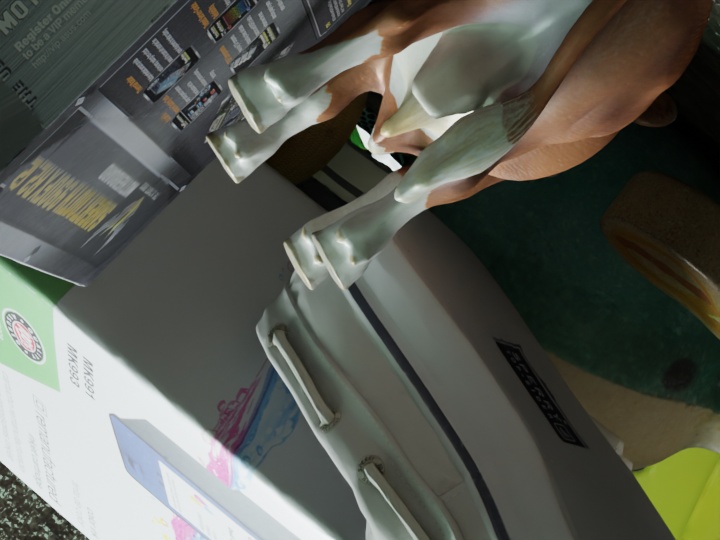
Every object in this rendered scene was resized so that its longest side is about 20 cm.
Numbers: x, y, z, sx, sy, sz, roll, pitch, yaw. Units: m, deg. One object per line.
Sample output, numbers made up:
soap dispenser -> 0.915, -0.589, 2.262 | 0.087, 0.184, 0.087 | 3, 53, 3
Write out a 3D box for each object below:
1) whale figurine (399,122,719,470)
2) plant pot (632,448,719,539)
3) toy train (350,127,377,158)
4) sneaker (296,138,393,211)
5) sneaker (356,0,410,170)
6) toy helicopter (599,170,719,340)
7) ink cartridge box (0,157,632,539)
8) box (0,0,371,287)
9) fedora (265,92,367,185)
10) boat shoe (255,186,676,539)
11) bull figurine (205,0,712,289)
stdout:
whale figurine -> 0.096, -0.001, 0.853 | 0.199, 0.104, 0.159 | 9, -156, -43
plant pot -> 0.151, 0.150, 0.991 | 0.198, 0.201, 0.181 | 26, 178, -21
toy train -> -0.015, -0.057, 1.015 | 0.199, 0.042, 0.057 | -6, -96, -52
sneaker -> 0.000, 0.000, 0.937 | 0.199, 0.080, 0.078 | 32, -177, -24
sneaker -> 0.018, -0.078, 0.943 | 0.091, 0.078, 0.200 | 29, 177, 45
toy helicopter -> 0.143, 0.042, 0.730 | 0.200, 0.079, 0.132 | 41, 172, -26
ink cartridge box -> -0.023, 0.055, 0.799 | 0.200, 0.087, 0.146 | 36, 153, 19
box -> -0.042, -0.072, 0.620 | 0.048, 0.158, 0.200 | 46, 180, 4
fedora -> -0.062, -0.115, 0.815 | 0.200, 0.082, 0.201 | 27, 144, 21
boat shoe -> 0.031, 0.068, 0.665 | 0.072, 0.066, 0.201 | 19, -147, -55
bull figurine -> 0.029, -0.047, 0.626 | 0.065, 0.121, 0.200 | 57, 174, 4
